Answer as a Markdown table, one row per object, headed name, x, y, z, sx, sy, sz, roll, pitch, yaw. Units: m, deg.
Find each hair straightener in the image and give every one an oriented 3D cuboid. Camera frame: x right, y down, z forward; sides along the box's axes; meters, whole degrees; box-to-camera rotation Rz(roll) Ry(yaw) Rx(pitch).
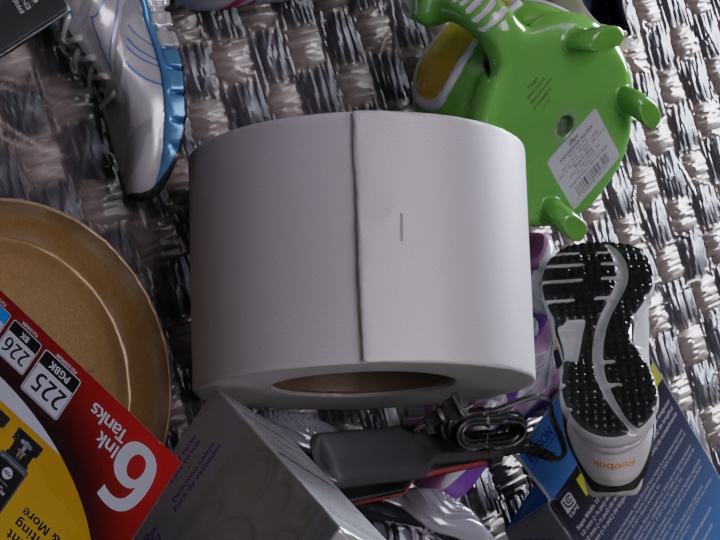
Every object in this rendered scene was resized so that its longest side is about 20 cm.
| name | x | y | z | sx | sy | sz | roll | pitch | yaw |
| --- | --- | --- | --- | --- | --- | --- | --- | --- | --- |
| hair straightener | 0.051 | 0.104 | 1.084 | 0.198 | 0.077 | 0.041 | 0 | 58 | -36 |

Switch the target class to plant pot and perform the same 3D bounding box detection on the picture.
| name | x | y | z | sx | sy | sz | roll | pitch | yaw |
| --- | --- | --- | --- | --- | --- | --- | --- | --- | --- |
| plant pot | -0.194 | 0.062 | 1.019 | 0.199 | 0.027 | 0.202 | 10 | 74 | -36 |

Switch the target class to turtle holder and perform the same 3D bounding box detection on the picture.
| name | x | y | z | sx | sy | sz | roll | pitch | yaw |
| --- | --- | --- | --- | --- | --- | --- | --- | --- | --- |
| turtle holder | 0.089 | -0.111 | 1.202 | 0.184 | 0.131 | 0.142 | 12 | 103 | -43 |

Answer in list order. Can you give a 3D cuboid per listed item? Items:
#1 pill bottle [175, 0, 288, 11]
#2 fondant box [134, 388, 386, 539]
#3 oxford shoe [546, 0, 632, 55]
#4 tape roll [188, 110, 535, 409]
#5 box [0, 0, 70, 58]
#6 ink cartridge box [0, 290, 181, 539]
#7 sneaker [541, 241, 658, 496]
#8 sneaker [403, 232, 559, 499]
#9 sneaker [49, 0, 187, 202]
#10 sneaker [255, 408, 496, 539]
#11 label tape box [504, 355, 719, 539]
| name | x | y | z | sx | sy | sz | roll | pitch | yaw |
| --- | --- | --- | --- | --- | --- | --- | --- | --- | --- |
| pill bottle | -0.030 | -0.227 | 1.159 | 0.199 | 0.113 | 0.115 | -13 | 88 | -40 |
| fondant box | -0.066 | 0.165 | 0.960 | 0.058 | 0.200 | 0.145 | 34 | 91 | -26 |
| oxford shoe | 0.153 | -0.143 | 1.312 | 0.070 | 0.074 | 0.202 | 10 | 74 | -37 |
| tape roll | 0.000 | 0.000 | 1.077 | 0.201 | 0.202 | 0.141 | 7 | 75 | -37 |
| box | -0.264 | -0.175 | 0.927 | 0.086 | 0.163 | 0.201 | -41 | 106 | -37 |
| ink cartridge box | -0.217 | 0.104 | 0.920 | 0.200 | 0.084 | 0.176 | 46 | 56 | -22 |
| sneaker | 0.151 | 0.059 | 1.174 | 0.201 | 0.073 | 0.081 | -81 | 167 | -49 |
| sneaker | 0.098 | 0.074 | 1.223 | 0.089 | 0.080 | 0.201 | 47 | 54 | -30 |
| sneaker | -0.153 | -0.138 | 1.079 | 0.086 | 0.075 | 0.202 | -3 | 79 | -26 |
| sneaker | -0.005 | 0.176 | 1.119 | 0.199 | 0.075 | 0.115 | 34 | 61 | -22 |
| label tape box | 0.168 | 0.150 | 1.254 | 0.143 | 0.066 | 0.201 | -50 | 116 | -34 |
